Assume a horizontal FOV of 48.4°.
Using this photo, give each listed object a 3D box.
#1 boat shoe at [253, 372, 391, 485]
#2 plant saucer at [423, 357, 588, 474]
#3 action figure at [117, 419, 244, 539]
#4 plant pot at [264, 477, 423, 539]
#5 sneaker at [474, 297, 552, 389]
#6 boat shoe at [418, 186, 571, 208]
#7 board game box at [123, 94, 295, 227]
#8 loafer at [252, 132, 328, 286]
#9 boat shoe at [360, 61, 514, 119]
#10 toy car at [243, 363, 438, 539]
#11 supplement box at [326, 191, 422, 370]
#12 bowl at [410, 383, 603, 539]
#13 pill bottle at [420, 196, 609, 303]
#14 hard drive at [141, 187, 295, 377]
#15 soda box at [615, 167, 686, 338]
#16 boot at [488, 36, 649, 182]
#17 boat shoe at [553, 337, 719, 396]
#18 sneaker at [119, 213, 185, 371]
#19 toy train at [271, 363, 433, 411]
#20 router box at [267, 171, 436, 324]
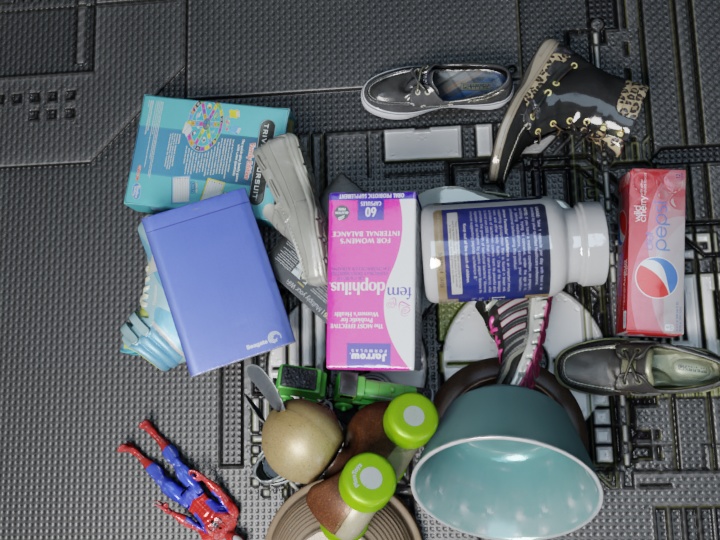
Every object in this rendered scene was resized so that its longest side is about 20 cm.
[{"bbox_3d":[-0.046,0.193,0.975,0.199,0.068,0.074,-30,79,1],"label":"boat shoe"},{"bbox_3d":[0.176,0.204,0.969,0.200,0.032,0.201,-1,80,6],"label":"plant saucer"},{"bbox_3d":[-0.216,0.274,0.993,0.200,0.052,0.065,42,84,8],"label":"action figure"},{"bbox_3d":[-0.023,0.346,0.937,0.200,0.093,0.201,-1,82,6],"label":"plant pot"},{"bbox_3d":[0.177,0.069,0.961,0.087,0.074,0.200,9,65,19],"label":"sneaker"},{"bbox_3d":[0.162,-0.063,0.996,0.200,0.064,0.071,6,94,6],"label":"boat shoe"},{"bbox_3d":[-0.197,-0.144,1.057,0.200,0.047,0.151,7,82,7],"label":"board game box"},{"bbox_3d":[-0.082,-0.070,0.972,0.070,0.070,0.200,-19,70,10],"label":"loafer"},{"bbox_3d":[0.098,-0.237,1.029,0.200,0.066,0.070,2,81,6],"label":"boat shoe"},{"bbox_3d":[-0.043,0.174,0.865,0.200,0.164,0.158,34,57,10],"label":"toy car"},{"bbox_3d":[0.019,0.016,0.926,0.101,0.103,0.200,-1,84,8],"label":"supplement box"},{"bbox_3d":[0.159,0.200,0.876,0.200,0.201,0.105,5,43,7],"label":"bowl"},{"bbox_3d":[0.171,-0.025,0.908,0.200,0.116,0.116,-3,81,7],"label":"pill bottle"},{"bbox_3d":[-0.173,0.013,0.977,0.132,0.025,0.200,-18,86,-8],"label":"hard drive"},{"bbox_3d":[0.351,-0.020,0.969,0.070,0.063,0.200,3,82,7],"label":"soda box"},{"bbox_3d":[0.258,-0.181,1.003,0.150,0.073,0.200,25,79,9],"label":"boot"},{"bbox_3d":[0.334,0.113,0.947,0.200,0.066,0.072,2,79,5],"label":"boat shoe"},{"bbox_3d":[-0.267,0.036,1.020,0.130,0.080,0.200,-30,78,0],"label":"sneaker"},{"bbox_3d":[-0.006,0.141,0.937,0.200,0.056,0.042,9,62,-10],"label":"toy train"},{"bbox_3d":[0.000,0.000,1.009,0.200,0.052,0.157,42,88,11],"label":"router box"}]
